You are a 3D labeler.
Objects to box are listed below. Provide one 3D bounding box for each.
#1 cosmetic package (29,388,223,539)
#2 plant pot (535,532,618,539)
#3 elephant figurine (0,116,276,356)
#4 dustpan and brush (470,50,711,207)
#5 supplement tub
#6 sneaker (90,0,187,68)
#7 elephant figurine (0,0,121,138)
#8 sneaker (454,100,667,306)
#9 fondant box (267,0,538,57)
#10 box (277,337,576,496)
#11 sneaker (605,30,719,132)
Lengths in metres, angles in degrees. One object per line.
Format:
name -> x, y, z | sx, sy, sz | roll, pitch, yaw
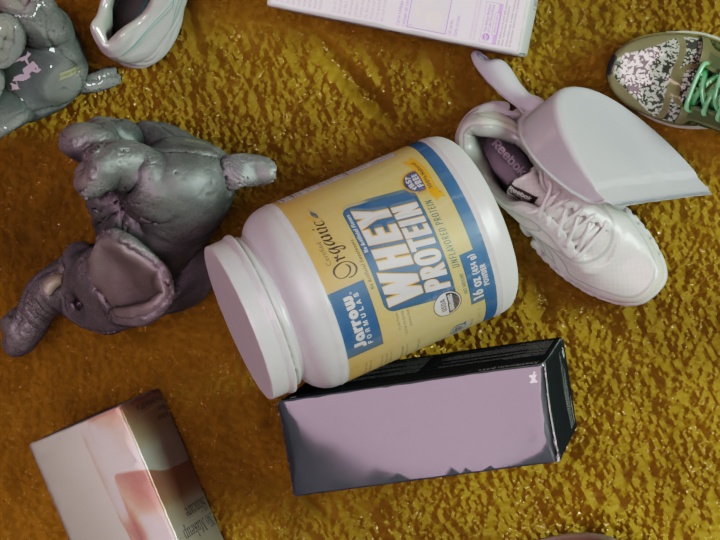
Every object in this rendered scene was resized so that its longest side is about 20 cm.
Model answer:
cosmetic package -> -0.169, 0.204, 1.644 | 0.087, 0.103, 0.200 | -23, 91, 13
plant pot -> 0.148, 0.321, 1.563 | 0.200, 0.200, 0.175 | -25, 108, 12
elephant figurine -> -0.177, -0.010, 1.621 | 0.155, 0.141, 0.200 | 28, 112, 50
dustpan and brush -> 0.153, -0.108, 1.562 | 0.200, 0.140, 0.057 | 55, 127, 22
supplement tub -> 0.000, 0.000, 1.544 | 0.200, 0.145, 0.145 | -24, 89, -12
sneaker -> -0.148, -0.249, 1.619 | 0.070, 0.080, 0.200 | 25, 97, 10
elephant figurine -> -0.319, -0.195, 1.638 | 0.200, 0.155, 0.142 | 30, 63, 33
sneaker -> 0.146, -0.046, 1.575 | 0.200, 0.081, 0.075 | 42, 99, 4
fondant box -> 0.042, -0.252, 1.592 | 0.200, 0.058, 0.144 | 12, 96, 9
box -> 0.054, 0.109, 1.573 | 0.200, 0.141, 0.079 | -9, 92, 12
sneaker -> 0.278, -0.129, 1.538 | 0.200, 0.089, 0.077 | 17, 97, 10
